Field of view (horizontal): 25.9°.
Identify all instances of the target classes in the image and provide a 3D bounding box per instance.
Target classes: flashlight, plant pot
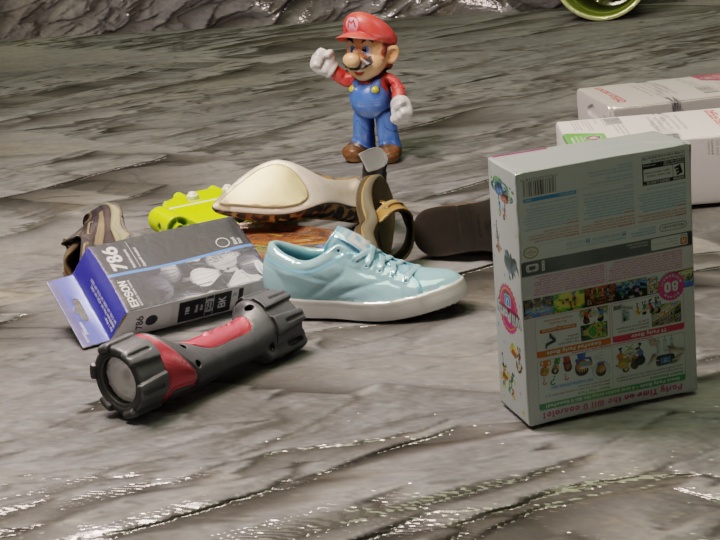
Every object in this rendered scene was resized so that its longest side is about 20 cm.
[{"bbox_3d":[-0.135,0.063,1.335,0.068,0.068,0.200,14,26,37],"label":"flashlight"},{"bbox_3d":[0.506,-0.610,3.218,0.200,0.200,0.190,0,6,16],"label":"plant pot"}]

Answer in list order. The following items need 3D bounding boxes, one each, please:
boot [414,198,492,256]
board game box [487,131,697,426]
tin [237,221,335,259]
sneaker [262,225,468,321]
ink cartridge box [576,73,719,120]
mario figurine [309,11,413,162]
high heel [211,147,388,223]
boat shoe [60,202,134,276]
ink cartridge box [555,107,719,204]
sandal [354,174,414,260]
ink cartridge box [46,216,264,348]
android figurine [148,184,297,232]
[{"bbox_3d":[0.158,-0.047,1.618,0.200,0.074,0.075,3,8,32],"label":"boot"},{"bbox_3d":[0.178,0.005,1.197,0.147,0.200,0.064,-10,17,-16],"label":"board game box"},{"bbox_3d":[-0.094,-0.016,1.639,0.200,0.042,0.112,8,17,39],"label":"tin"},{"bbox_3d":[0.000,0.000,1.476,0.200,0.082,0.074,-2,18,11],"label":"sneaker"},{"bbox_3d":[0.391,-0.193,1.996,0.200,0.083,0.147,-7,17,-8],"label":"ink cartridge box"},{"bbox_3d":[0.001,-0.240,2.070,0.123,0.200,0.106,-7,16,-5],"label":"mario figurine"},{"bbox_3d":[-0.063,-0.068,1.737,0.200,0.071,0.143,-14,-23,-7],"label":"high heel"},{"bbox_3d":[-0.282,-0.024,1.661,0.073,0.075,0.200,-10,16,-15],"label":"boat shoe"},{"bbox_3d":[0.332,-0.126,1.789,0.200,0.084,0.146,-4,17,2],"label":"ink cartridge box"},{"bbox_3d":[0.028,-0.040,1.604,0.054,0.080,0.200,-14,22,9],"label":"sandal"},{"bbox_3d":[-0.193,0.008,1.517,0.200,0.039,0.099,-16,49,-28],"label":"ink cartridge box"},{"bbox_3d":[-0.156,-0.067,1.826,0.182,0.041,0.200,-13,20,-24],"label":"android figurine"}]
